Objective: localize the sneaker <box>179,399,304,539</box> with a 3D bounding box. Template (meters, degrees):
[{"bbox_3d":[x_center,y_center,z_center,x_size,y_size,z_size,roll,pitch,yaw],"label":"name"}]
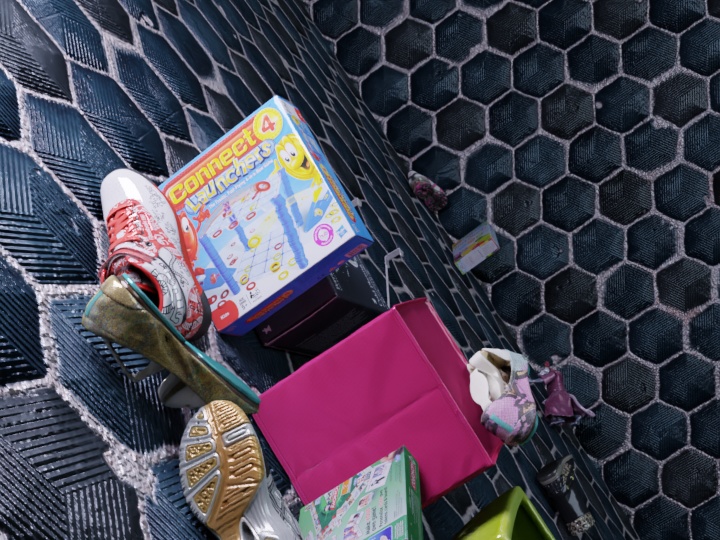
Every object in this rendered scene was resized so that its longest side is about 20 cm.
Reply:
[{"bbox_3d":[-0.098,0.212,0.827,0.088,0.075,0.201,61,6,-67],"label":"sneaker"}]

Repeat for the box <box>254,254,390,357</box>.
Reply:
[{"bbox_3d":[-0.080,-0.002,1.262,0.201,0.124,0.196,61,16,20],"label":"box"}]

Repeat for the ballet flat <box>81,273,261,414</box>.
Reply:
[{"bbox_3d":[-0.171,0.083,0.851,0.200,0.070,0.071,49,14,-35],"label":"ballet flat"}]

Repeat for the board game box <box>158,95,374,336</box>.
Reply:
[{"bbox_3d":[-0.117,-0.061,1.093,0.197,0.200,0.056,60,15,18],"label":"board game box"}]

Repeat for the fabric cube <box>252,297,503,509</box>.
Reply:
[{"bbox_3d":[0.030,0.169,1.074,0.201,0.199,0.196,58,12,8],"label":"fabric cube"}]

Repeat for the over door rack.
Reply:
[{"bbox_3d":[0.000,0.000,1.628,0.148,0.066,0.201,48,36,-32],"label":"over door rack"}]

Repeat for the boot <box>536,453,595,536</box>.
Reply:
[{"bbox_3d":[0.473,0.507,2.157,0.154,0.073,0.203,61,20,10],"label":"boot"}]

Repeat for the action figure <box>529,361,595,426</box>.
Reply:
[{"bbox_3d":[0.569,0.348,2.750,0.134,0.148,0.201,33,40,-47],"label":"action figure"}]

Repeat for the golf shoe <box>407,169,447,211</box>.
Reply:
[{"bbox_3d":[0.220,-0.262,3.085,0.200,0.072,0.092,38,20,-53],"label":"golf shoe"}]

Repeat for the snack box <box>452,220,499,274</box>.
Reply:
[{"bbox_3d":[0.359,-0.074,2.979,0.053,0.142,0.200,52,14,-12],"label":"snack box"}]

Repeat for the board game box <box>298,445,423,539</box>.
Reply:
[{"bbox_3d":[-0.005,0.256,0.882,0.029,0.134,0.200,52,14,-16],"label":"board game box"}]

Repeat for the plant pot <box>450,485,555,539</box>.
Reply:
[{"bbox_3d":[0.141,0.377,1.014,0.201,0.181,0.199,58,14,6],"label":"plant pot"}]

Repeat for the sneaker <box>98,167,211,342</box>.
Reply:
[{"bbox_3d":[-0.219,-0.024,0.927,0.202,0.067,0.108,62,12,14],"label":"sneaker"}]

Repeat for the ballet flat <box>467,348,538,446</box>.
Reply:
[{"bbox_3d":[0.153,0.128,1.063,0.071,0.069,0.200,34,16,-6],"label":"ballet flat"}]
